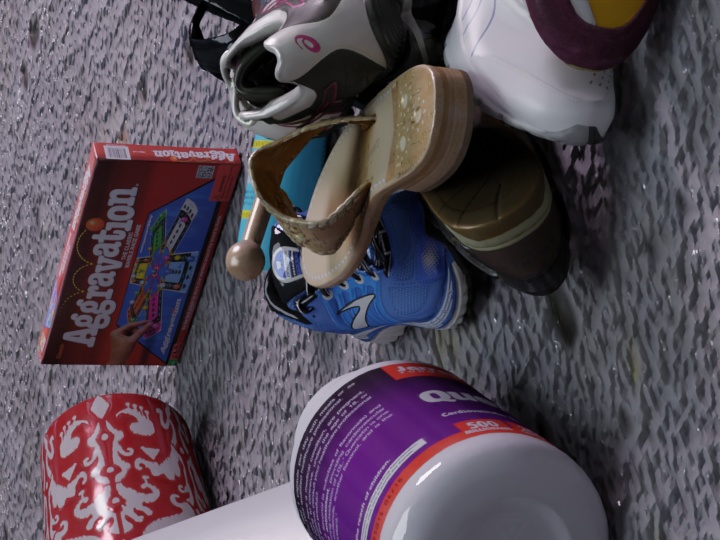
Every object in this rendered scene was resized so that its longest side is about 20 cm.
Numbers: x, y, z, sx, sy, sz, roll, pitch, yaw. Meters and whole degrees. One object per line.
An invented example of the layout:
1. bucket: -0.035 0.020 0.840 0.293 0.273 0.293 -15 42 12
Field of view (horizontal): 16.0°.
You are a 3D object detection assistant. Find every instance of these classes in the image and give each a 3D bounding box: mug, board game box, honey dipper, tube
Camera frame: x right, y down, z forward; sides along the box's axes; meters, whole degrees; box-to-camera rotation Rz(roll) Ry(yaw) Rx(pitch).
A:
1. mug: -0.162 0.206 1.755 0.200 0.133 0.178 -105 28 -46
2. board game box: -0.156 -0.008 1.789 0.019 0.103 0.200 -107 27 -42
3. honey dipper: -0.044 -0.082 1.481 0.038 0.038 0.200 133 158 -60
4. tube: -0.040 -0.097 1.577 0.077 0.050 0.201 5 87 62

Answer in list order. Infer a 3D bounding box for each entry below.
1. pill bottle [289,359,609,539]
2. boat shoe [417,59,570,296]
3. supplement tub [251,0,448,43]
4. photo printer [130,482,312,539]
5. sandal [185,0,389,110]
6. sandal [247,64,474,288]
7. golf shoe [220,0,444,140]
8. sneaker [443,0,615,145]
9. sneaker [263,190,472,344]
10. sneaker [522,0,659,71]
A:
1. pill bottle: 0.034 0.110 1.250 0.200 0.112 0.113 -145 60 -66
2. boat shoe: 0.056 -0.046 1.268 0.200 0.073 0.065 -105 -11 -63
3. supplement tub: 0.011 -0.212 1.354 0.107 0.107 0.200 -117 35 -52
4. photo printer: -0.047 0.189 1.360 0.167 0.199 0.070 -99 -13 -55
5. sandal: -0.052 -0.118 1.445 0.200 0.075 0.048 33 92 32
6. sandal: -0.018 -0.051 1.244 0.212 0.069 0.078 141 133 -62
7. golf shoe: -0.038 -0.106 1.285 0.077 0.088 0.200 67 156 2
8. sneaker: 0.080 -0.142 1.214 0.087 0.074 0.200 119 147 -42
9. sneaker: 0.000 0.000 1.386 0.200 0.089 0.079 144 124 -65
10. sneaker: 0.114 -0.185 1.116 0.090 0.075 0.201 -147 60 -73
